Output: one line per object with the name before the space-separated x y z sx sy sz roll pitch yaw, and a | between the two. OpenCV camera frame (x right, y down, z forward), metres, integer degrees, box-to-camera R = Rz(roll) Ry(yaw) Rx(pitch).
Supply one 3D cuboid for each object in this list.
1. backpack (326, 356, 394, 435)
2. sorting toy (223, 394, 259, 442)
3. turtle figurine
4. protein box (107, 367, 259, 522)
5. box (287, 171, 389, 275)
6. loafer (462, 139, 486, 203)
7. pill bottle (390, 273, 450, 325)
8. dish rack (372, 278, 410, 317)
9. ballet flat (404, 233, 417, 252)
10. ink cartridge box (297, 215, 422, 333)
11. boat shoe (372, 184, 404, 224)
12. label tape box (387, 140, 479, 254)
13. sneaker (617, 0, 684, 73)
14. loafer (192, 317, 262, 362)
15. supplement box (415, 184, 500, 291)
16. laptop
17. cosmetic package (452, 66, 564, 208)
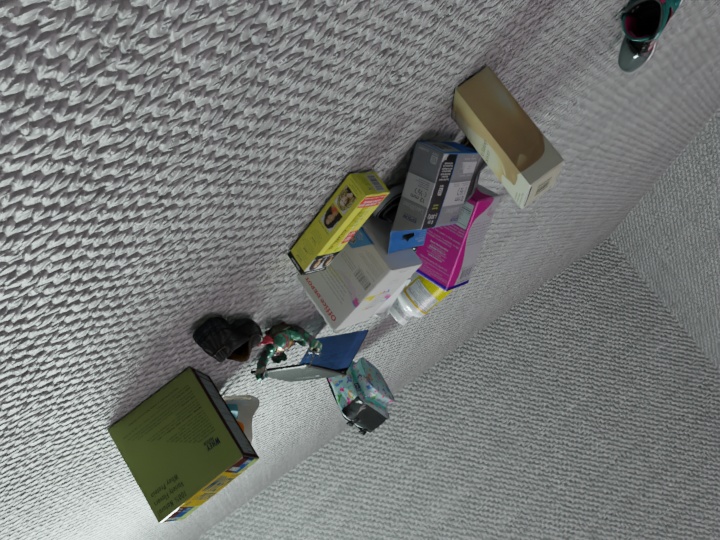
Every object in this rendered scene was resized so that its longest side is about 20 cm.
backpack | -0.008 0.339 2.213 0.150 0.201 0.177 -44 137 6
sorting toy | -0.309 0.320 1.675 0.195 0.110 0.180 -8 -167 25
turtle figurine | -0.154 0.157 1.583 0.146 0.103 0.200 -18 180 -2
protein box | -0.337 0.337 1.487 0.197 0.202 0.135 -36 164 -3
box | -0.039 -0.077 1.284 0.075 0.050 0.201 -14 151 -53
loafer | 0.190 -0.191 1.451 0.071 0.073 0.202 -4 132 -52
pill bottle | 0.160 0.046 1.956 0.199 0.105 0.104 -42 163 15
dish rack | 0.026 0.050 1.697 0.197 0.044 0.173 -3 136 -45
ballet flat | 0.144 -0.057 1.705 0.068 0.069 0.199 -43 164 18
ink cartridge box | -0.009 0.008 1.441 0.200 0.130 0.124 -46 162 28
boat shoe | 0.086 -0.109 1.437 0.072 0.068 0.199 -43 164 21
label tape box | 0.128 -0.122 1.363 0.142 0.065 0.205 -13 123 -56
sneaker | 0.526 -0.444 1.450 0.120 0.084 0.202 -32 156 -35
loafer | -0.225 0.134 1.384 0.073 0.073 0.199 -42 164 14
supplement box | 0.194 -0.077 1.579 0.100 0.102 0.204 -15 130 -52
laptop | -0.113 0.182 1.733 0.184 0.119 0.198 -14 157 40
cosmetic package | 0.232 -0.212 1.237 0.070 0.202 0.105 -33 163 -6
